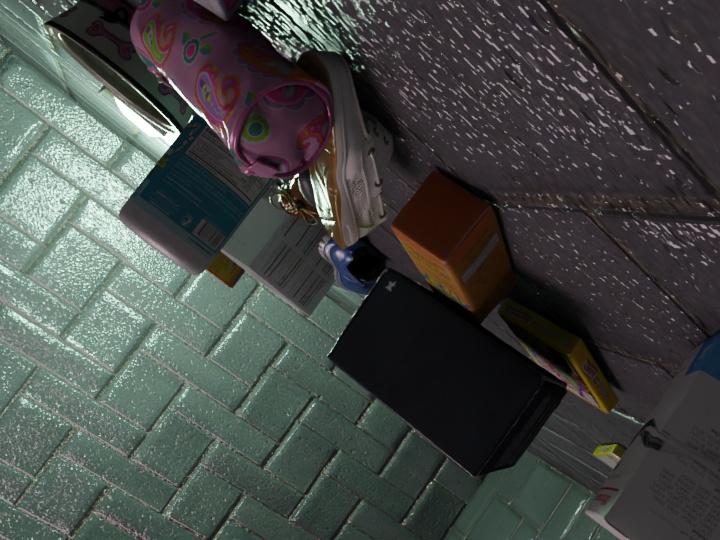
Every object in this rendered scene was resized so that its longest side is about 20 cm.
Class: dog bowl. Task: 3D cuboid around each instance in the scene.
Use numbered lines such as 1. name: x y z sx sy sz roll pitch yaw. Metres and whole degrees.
1. dog bowl: -0.281 -0.258 0.882 0.200 0.074 0.200 37 173 5

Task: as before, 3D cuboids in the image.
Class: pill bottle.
1. pill bottle: -0.160 -0.103 0.775 0.111 0.200 0.111 36 172 6

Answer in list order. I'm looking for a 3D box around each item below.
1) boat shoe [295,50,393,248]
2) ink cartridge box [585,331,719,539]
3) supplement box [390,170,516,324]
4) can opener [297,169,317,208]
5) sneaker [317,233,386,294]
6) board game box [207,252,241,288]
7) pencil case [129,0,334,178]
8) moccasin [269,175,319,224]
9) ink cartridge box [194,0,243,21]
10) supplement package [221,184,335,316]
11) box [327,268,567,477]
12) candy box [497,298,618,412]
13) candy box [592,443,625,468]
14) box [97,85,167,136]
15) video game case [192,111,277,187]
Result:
1. boat shoe: -0.008 -0.103 0.589 0.071 0.069 0.200 55 164 31
2. ink cartridge box: 0.227 0.148 0.511 0.068 0.200 0.116 34 173 19
3. supplement box: 0.094 -0.013 0.672 0.066 0.069 0.200 36 176 26
4. can opener: -0.040 -0.110 0.678 0.053 0.067 0.200 33 173 22
5. sneaker: 0.000 0.000 1.194 0.089 0.079 0.200 36 174 29
6. board game box: -0.355 -0.094 1.838 0.200 0.200 0.200 37 173 -4
7. pencil case: -0.103 -0.148 0.537 0.200 0.087 0.087 45 180 35
8. moccasin: -0.068 -0.094 0.886 0.074 0.078 0.201 39 173 -19
9. ink cartridge box: -0.140 -0.240 0.420 0.119 0.042 0.200 35 176 10
10. supplement package: -0.145 -0.047 1.297 0.152 0.151 0.200 30 170 40
11. box: 0.104 0.113 0.787 0.200 0.124 0.197 36 -178 25
12. candy box: 0.238 0.105 0.847 0.102 0.026 0.200 35 174 41
13. candy box: 0.510 0.373 1.361 0.102 0.026 0.200 37 174 16
14. box: -0.473 -0.338 1.488 0.144 0.036 0.200 40 174 -26
15. video game case: -0.228 -0.214 1.147 0.200 0.017 0.143 36 173 9
